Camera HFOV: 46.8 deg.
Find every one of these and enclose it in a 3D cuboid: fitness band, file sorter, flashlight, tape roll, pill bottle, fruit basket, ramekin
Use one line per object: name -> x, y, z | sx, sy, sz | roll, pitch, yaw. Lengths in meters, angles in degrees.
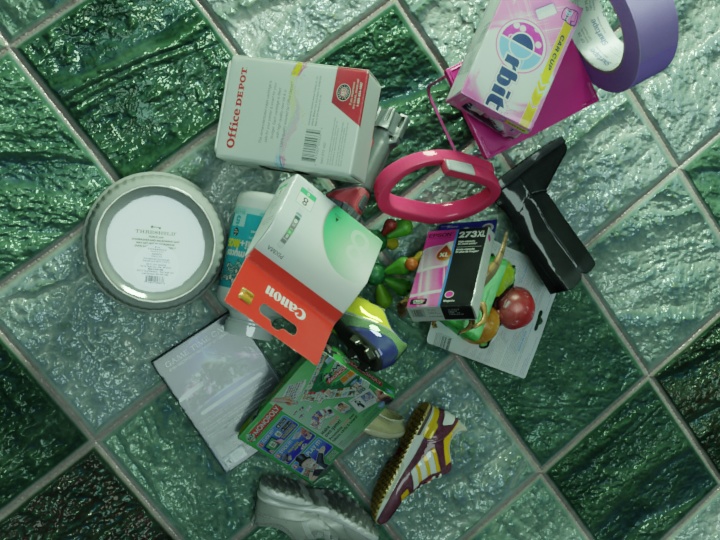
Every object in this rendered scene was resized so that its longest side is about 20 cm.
fitness band -> 0.112, -0.118, 1.203 | 0.200, 0.144, 0.038 | 9, 60, -41
file sorter -> 0.220, -0.266, 1.250 | 0.200, 0.125, 0.139 | -28, 98, -13
flashlight -> -0.001, -0.148, 1.218 | 0.068, 0.068, 0.200 | 29, 71, -16
tape roll -> 0.347, -0.351, 1.151 | 0.066, 0.200, 0.200 | -27, 99, -8
pill bottle -> -0.139, -0.006, 1.176 | 0.111, 0.111, 0.200 | 12, 88, -15
fruit basket -> 0.209, 0.054, 1.297 | 0.200, 0.094, 0.186 | 21, 88, -30
ramekin -> -0.281, -0.038, 1.142 | 0.200, 0.105, 0.201 | -1, 93, -15

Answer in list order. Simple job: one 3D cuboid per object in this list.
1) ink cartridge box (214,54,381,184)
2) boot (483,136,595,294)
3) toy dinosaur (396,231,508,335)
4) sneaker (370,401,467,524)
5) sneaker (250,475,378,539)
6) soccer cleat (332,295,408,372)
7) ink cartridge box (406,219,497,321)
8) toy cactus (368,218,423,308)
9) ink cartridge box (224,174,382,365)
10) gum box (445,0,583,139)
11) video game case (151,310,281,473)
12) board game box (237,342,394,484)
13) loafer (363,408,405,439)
ink cartridge box -> -0.086, -0.209, 1.155 | 0.200, 0.083, 0.146 | 10, 91, 14
boot -> 0.306, -0.086, 1.291 | 0.165, 0.066, 0.200 | -36, 91, -19
toy dinosaur -> 0.149, 0.031, 1.194 | 0.200, 0.060, 0.106 | -26, 85, 0
sneaker -> 0.091, 0.307, 1.273 | 0.090, 0.075, 0.200 | 29, 87, -9
sneaker -> -0.069, 0.374, 1.247 | 0.200, 0.075, 0.082 | 23, 102, -9
soccer cleat -> -0.013, 0.058, 1.174 | 0.084, 0.065, 0.200 | -24, 62, -33
ink cartridge box -> 0.134, -0.011, 1.189 | 0.200, 0.094, 0.037 | -69, 146, -42
toy cactus -> 0.000, 0.000, 1.233 | 0.165, 0.102, 0.200 | 28, 94, -5
ink cartridge box -> -0.069, -0.003, 1.090 | 0.161, 0.050, 0.200 | 38, 53, -23
gum box -> 0.209, -0.291, 1.146 | 0.113, 0.066, 0.200 | 25, 85, -12
video game case -> -0.192, 0.177, 1.222 | 0.143, 0.019, 0.200 | -33, 99, -11
board game box -> -0.064, 0.203, 1.184 | 0.134, 0.029, 0.200 | 36, 113, -13
loafer -> -0.014, 0.188, 1.238 | 0.200, 0.076, 0.068 | 27, 93, -14
